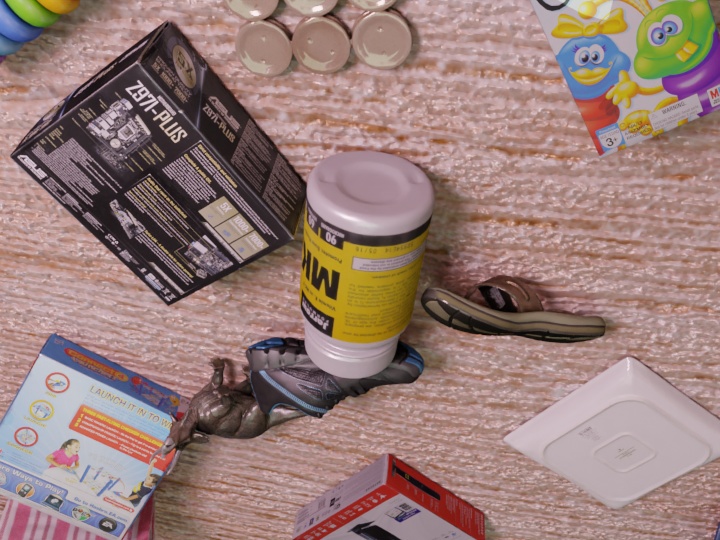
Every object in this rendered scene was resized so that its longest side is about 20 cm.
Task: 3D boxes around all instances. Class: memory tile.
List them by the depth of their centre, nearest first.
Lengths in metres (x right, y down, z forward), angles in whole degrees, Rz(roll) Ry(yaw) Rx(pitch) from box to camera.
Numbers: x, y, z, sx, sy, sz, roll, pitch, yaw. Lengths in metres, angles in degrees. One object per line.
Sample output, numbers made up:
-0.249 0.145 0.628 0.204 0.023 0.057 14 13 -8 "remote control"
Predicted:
-0.043 -0.246 0.589 0.153 0.017 0.200 -2 129 10 "memory tile"

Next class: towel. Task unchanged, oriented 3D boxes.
-0.372 0.336 1.002 0.199 0.146 0.030 1 108 -15 "towel"

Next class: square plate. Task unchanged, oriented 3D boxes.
0.307 0.206 0.900 0.198 0.028 0.200 33 126 -19 "square plate"

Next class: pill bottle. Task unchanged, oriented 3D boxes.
0.000 0.000 0.719 0.114 0.114 0.200 8 129 1 "pill bottle"

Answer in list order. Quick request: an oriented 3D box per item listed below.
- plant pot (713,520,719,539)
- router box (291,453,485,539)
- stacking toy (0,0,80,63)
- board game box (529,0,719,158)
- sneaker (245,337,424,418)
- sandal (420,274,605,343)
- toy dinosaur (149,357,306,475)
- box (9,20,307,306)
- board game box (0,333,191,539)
0.531 0.412 0.937 0.199 0.180 0.200 -2 129 11 "plant pot"
0.037 0.349 1.041 0.179 0.049 0.200 35 125 -20 "router box"
-0.256 -0.223 0.603 0.199 0.085 0.086 -18 125 15 "stacking toy"
0.176 -0.201 0.536 0.103 0.105 0.200 -22 124 23 "board game box"
-0.026 0.116 0.833 0.199 0.073 0.082 -2 99 20 "sneaker"
0.152 0.036 0.767 0.200 0.058 0.080 8 169 -20 "sandal"
-0.148 0.164 0.900 0.200 0.077 0.102 1 126 -38 "toy dinosaur"
-0.174 -0.088 0.690 0.163 0.086 0.200 -26 121 26 "box"
-0.333 0.208 0.930 0.200 0.056 0.196 30 104 -16 "board game box"
